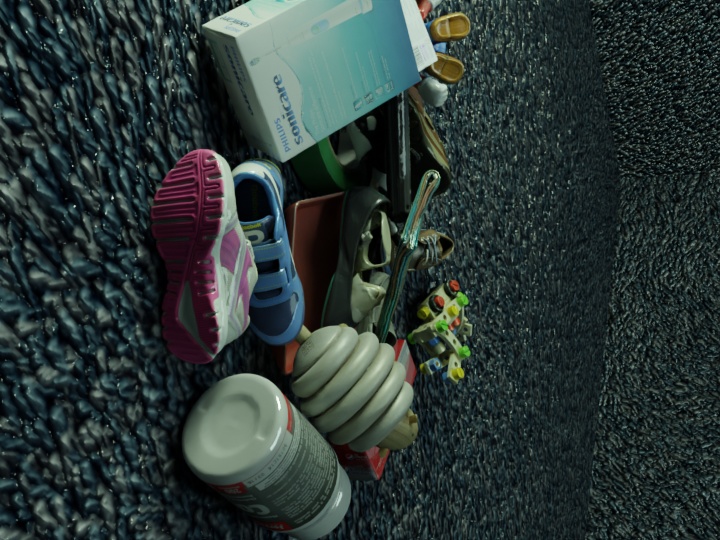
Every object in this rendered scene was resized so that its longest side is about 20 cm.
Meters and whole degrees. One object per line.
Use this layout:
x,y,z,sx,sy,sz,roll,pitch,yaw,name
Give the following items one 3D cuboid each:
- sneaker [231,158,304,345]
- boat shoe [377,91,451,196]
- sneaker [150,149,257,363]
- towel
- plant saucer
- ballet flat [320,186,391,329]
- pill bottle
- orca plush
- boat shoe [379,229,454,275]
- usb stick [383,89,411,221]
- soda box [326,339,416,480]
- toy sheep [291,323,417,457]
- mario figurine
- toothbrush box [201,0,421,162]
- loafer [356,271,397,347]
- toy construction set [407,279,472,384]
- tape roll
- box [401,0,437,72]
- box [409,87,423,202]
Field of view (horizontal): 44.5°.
-0.106,-0.018,0.922,0.082,0.073,0.202,-78,157,-87,sneaker
0.063,-0.191,1.205,0.201,0.075,0.074,57,28,-36,boat shoe
-0.147,-0.017,0.857,0.088,0.081,0.202,-19,114,-65,sneaker
0.053,-0.006,1.066,0.147,0.022,0.201,-68,174,-46,towel
-0.053,0.004,1.067,0.200,0.036,0.202,-24,121,-64,plant saucer
0.000,0.000,1.058,0.073,0.072,0.202,7,93,-65,ballet flat
-0.089,0.202,0.916,0.200,0.113,0.115,57,39,-48,pill bottle
0.044,-0.126,1.131,0.105,0.070,0.202,-47,122,-71,orca plush
0.091,-0.036,1.374,0.200,0.072,0.073,-25,111,-64,boat shoe
0.045,-0.161,1.076,0.055,0.032,0.202,-119,-152,-85,usb stick
0.017,0.188,1.212,0.201,0.063,0.070,-67,146,-43,soda box
-0.013,0.126,0.983,0.200,0.138,0.138,41,39,-6,toy sheep
0.094,-0.292,1.141,0.106,0.200,0.124,42,91,-24,mario figurine
-0.048,-0.234,0.954,0.199,0.085,0.147,-35,127,-20,toothbrush box
0.020,0.088,1.214,0.070,0.069,0.201,59,38,-47,loafer
0.144,0.096,1.460,0.132,0.092,0.200,58,22,-6,toy construction set
-0.036,-0.199,1.134,0.200,0.048,0.203,-1,90,-66,tape roll
0.029,-0.320,0.996,0.041,0.039,0.201,-35,114,-22,box
0.052,-0.209,1.301,0.100,0.074,0.201,-58,138,-50,box
